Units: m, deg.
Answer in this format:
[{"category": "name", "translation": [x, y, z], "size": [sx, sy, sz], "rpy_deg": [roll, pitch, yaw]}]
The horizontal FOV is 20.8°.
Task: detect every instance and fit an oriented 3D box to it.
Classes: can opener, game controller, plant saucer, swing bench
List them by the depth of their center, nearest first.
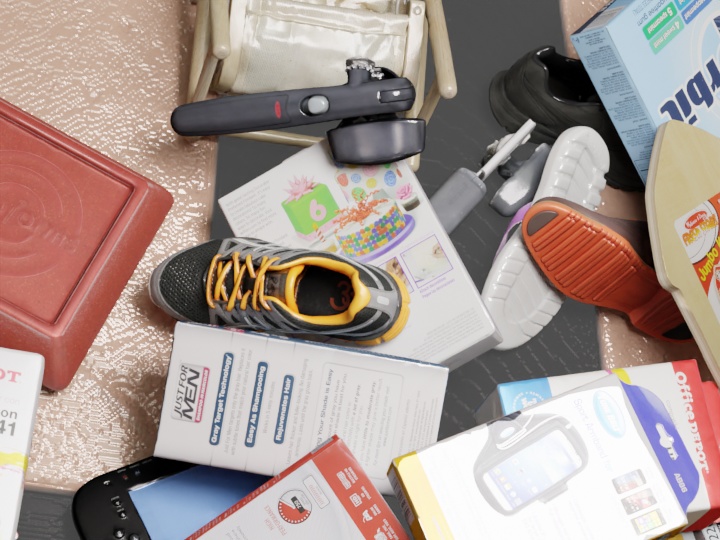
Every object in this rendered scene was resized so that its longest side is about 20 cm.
[{"category": "game controller", "translation": [-0.109, 0.173, 1.438], "size": [0.199, 0.042, 0.105], "rpy_deg": [-18, 73, -24]}, {"category": "can opener", "translation": [-0.050, -0.119, 1.476], "size": [0.199, 0.063, 0.079], "rpy_deg": [0, 86, 16]}, {"category": "plant saucer", "translation": [-0.264, -0.038, 1.483], "size": [0.199, 0.037, 0.200], "rpy_deg": [29, 57, -3]}, {"category": "swing bench", "translation": [-0.033, -0.206, 1.591], "size": [0.198, 0.130, 0.201], "rpy_deg": [8, 59, -13]}, {"category": "can opener", "translation": [0.091, -0.047, 1.595], "size": [0.067, 0.053, 0.200], "rpy_deg": [41, 63, 3]}]

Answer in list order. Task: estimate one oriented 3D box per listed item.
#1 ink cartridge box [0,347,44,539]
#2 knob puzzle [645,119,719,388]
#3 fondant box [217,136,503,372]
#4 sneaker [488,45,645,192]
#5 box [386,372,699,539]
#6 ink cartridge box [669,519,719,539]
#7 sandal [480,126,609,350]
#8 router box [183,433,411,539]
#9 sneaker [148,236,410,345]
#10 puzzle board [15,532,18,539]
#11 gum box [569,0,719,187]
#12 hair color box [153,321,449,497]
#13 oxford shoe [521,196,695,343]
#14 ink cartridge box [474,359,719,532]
[{"category": "ink cartridge box", "translation": [-0.305, 0.149, 1.345], "size": [0.147, 0.086, 0.201], "rpy_deg": [11, 65, -11]}, {"category": "knob puzzle", "translation": [0.279, -0.025, 1.567], "size": [0.219, 0.030, 0.221], "rpy_deg": [21, 59, -39]}, {"category": "fondant box", "translation": [0.000, 0.000, 1.507], "size": [0.144, 0.058, 0.201], "rpy_deg": [-29, 76, 6]}, {"category": "sneaker", "translation": [0.210, -0.128, 1.647], "size": [0.199, 0.091, 0.076], "rpy_deg": [18, 62, -14]}, {"category": "box", "translation": [0.131, 0.154, 1.358], "size": [0.199, 0.042, 0.119], "rpy_deg": [-19, 71, -16]}, {"category": "ink cartridge box", "translation": [0.197, 0.236, 1.480], "size": [0.175, 0.084, 0.201], "rpy_deg": [-13, 70, -20]}, {"category": "sandal", "translation": [0.143, -0.024, 1.600], "size": [0.082, 0.050, 0.203], "rpy_deg": [42, 70, -37]}, {"category": "router box", "translation": [-0.032, 0.247, 1.365], "size": [0.179, 0.049, 0.200], "rpy_deg": [-35, 92, -4]}, {"category": "sneaker", "translation": [-0.065, 0.011, 1.451], "size": [0.199, 0.077, 0.079], "rpy_deg": [2, 83, 15]}, {"category": "puzzle board", "translation": [-0.352, 0.130, 1.397], "size": [0.150, 0.017, 0.201], "rpy_deg": [-21, 73, -25]}, {"category": "gum box", "translation": [0.276, -0.152, 1.631], "size": [0.170, 0.044, 0.201], "rpy_deg": [-42, 111, -36]}, {"category": "hair color box", "translation": [-0.043, 0.100, 1.421], "size": [0.199, 0.061, 0.101], "rpy_deg": [10, 89, -3]}, {"category": "oxford shoe", "translation": [0.205, -0.013, 1.591], "size": [0.200, 0.071, 0.073], "rpy_deg": [33, 39, -30]}, {"category": "ink cartridge box", "translation": [0.196, 0.134, 1.440], "size": [0.199, 0.067, 0.117], "rpy_deg": [-7, 69, -16]}]
